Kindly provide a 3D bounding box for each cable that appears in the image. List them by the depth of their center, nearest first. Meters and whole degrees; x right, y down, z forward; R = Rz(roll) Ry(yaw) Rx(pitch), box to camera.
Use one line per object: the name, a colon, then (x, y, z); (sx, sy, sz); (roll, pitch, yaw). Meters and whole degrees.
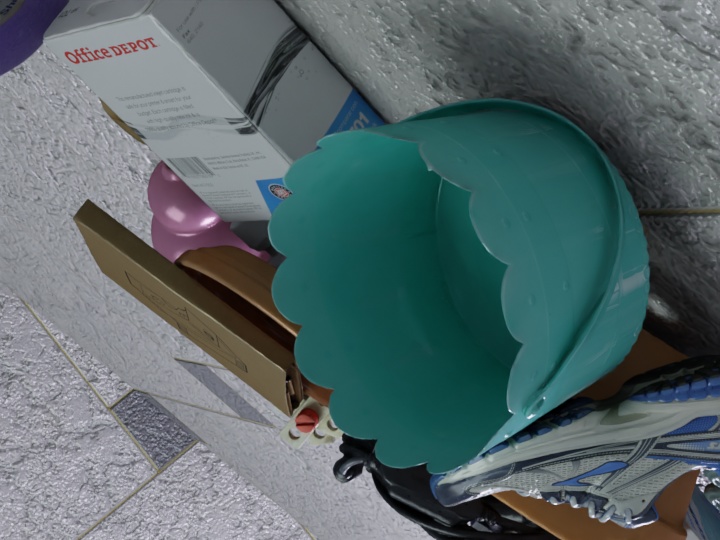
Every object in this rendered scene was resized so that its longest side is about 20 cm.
cable: (0.072, 0.170, 1.269); (0.199, 0.051, 0.163); (24, 178, 0)

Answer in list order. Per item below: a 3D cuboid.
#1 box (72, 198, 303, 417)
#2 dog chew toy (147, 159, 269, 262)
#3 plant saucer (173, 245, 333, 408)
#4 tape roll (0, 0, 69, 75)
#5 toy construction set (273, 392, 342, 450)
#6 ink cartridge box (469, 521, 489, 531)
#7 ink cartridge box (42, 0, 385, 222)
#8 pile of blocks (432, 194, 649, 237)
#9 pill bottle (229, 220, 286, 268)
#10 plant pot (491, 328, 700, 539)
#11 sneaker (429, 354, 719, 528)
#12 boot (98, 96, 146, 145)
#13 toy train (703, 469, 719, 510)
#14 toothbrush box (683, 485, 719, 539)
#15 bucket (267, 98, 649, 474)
box: (-0.129, 0.032, 1.360); (0.200, 0.021, 0.164); (37, 168, 9)
dog chew toy: (-0.132, -0.031, 1.582); (0.124, 0.125, 0.200); (27, 155, 35)
plant saucer: (-0.053, 0.045, 1.327); (0.200, 0.038, 0.200); (36, 167, 9)
tape roll: (-0.296, -0.227, 1.200); (0.085, 0.200, 0.200); (20, 158, 50)
toy construction set: (-0.022, 0.058, 1.498); (0.092, 0.131, 0.200); (50, -155, -20)
ink cartridge box: (0.177, 0.266, 1.413); (0.196, 0.043, 0.200); (34, -168, -5)
ink cartridge box: (-0.099, -0.128, 1.224); (0.146, 0.086, 0.200); (0, 139, 52)
pile of blocks: (0.090, -0.035, 1.140); (0.199, 0.062, 0.082); (23, 160, 46)
pill bottle: (0.000, 0.000, 1.363); (0.200, 0.112, 0.112); (41, 165, -11)
plant pot: (0.150, 0.099, 1.183); (0.199, 0.141, 0.200); (31, -178, -1)
sneaker: (0.141, 0.119, 1.050); (0.077, 0.199, 0.086); (-49, -58, -79)
boot: (-0.171, -0.151, 1.407); (0.175, 0.066, 0.200); (45, 165, -25)
toy train: (0.284, 0.122, 1.129); (0.113, 0.086, 0.200); (22, 161, 19)
toothbrush box: (0.243, 0.226, 1.339); (0.200, 0.085, 0.147); (48, -167, -32)
bucket: (0.060, 0.002, 1.027); (0.207, 0.134, 0.209); (21, 120, 42)
